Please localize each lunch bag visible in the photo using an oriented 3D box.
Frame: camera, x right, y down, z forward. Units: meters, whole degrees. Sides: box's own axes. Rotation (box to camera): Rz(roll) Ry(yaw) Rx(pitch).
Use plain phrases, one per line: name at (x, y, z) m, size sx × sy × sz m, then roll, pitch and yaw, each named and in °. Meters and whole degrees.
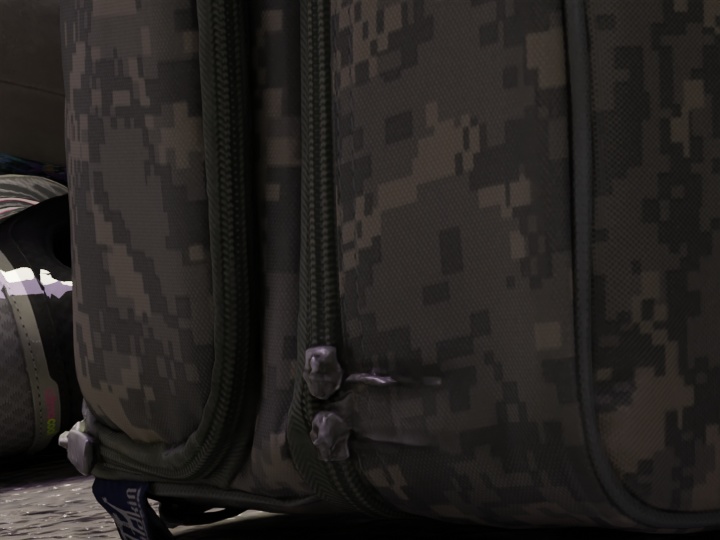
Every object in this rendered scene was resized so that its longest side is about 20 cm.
lunch bag at (0.014, -0.047, 0.549) m, size 0.167 × 0.201 × 0.139 m, roll 1°, pitch 5°, yaw 43°

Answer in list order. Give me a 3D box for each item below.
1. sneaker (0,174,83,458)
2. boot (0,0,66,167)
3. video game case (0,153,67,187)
sneaker at (-0.086, 0.012, 0.808) m, size 0.087 × 0.074 × 0.200 m, roll -7°, pitch 8°, yaw 6°
boot at (-0.015, -0.028, 0.746) m, size 0.199 × 0.068 × 0.131 m, roll 8°, pitch 28°, yaw -21°
video game case at (-0.125, -0.020, 0.985) m, size 0.181 × 0.024 × 0.200 m, roll 8°, pitch -19°, yaw -22°
